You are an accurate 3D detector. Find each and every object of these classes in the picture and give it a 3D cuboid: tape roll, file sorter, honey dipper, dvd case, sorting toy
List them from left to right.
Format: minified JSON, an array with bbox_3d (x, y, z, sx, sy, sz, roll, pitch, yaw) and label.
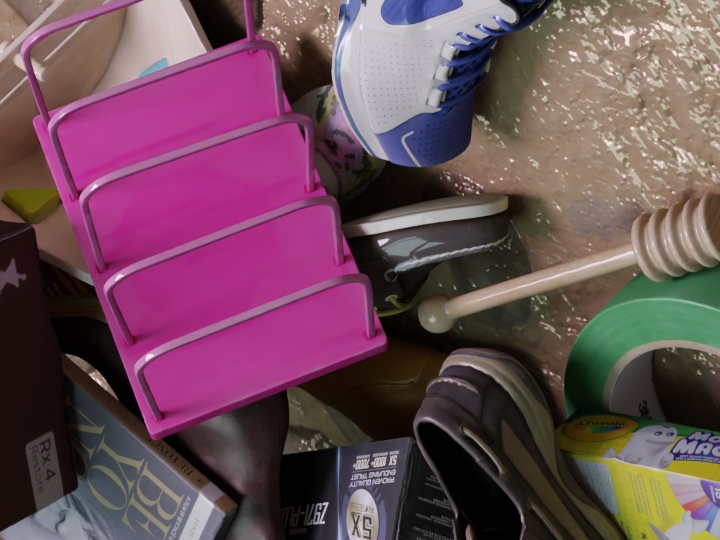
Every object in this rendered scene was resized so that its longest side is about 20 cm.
[{"bbox_3d":[-0.169,0.125,1.310,0.200,0.016,0.149,39,130,17],"label":"dvd case"},{"bbox_3d":[-0.144,-0.069,1.312,0.180,0.200,0.107,37,167,33],"label":"sorting toy"},{"bbox_3d":[-0.086,-0.040,1.196,0.125,0.139,0.200,86,163,-70],"label":"file sorter"},{"bbox_3d":[0.110,0.004,1.207,0.200,0.038,0.038,-20,108,37],"label":"honey dipper"},{"bbox_3d":[0.205,0.088,1.215,0.200,0.048,0.201,27,138,27],"label":"tape roll"}]

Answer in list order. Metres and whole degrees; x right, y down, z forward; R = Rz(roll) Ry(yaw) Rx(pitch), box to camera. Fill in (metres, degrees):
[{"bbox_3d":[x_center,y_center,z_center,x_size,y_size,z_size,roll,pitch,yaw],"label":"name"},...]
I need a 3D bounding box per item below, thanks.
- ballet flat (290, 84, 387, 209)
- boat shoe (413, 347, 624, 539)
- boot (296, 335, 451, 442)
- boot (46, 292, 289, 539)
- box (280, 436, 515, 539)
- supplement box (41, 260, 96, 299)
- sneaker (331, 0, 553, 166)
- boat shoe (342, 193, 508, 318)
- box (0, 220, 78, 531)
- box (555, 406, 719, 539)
[{"bbox_3d":[-0.052,-0.049,1.334,0.069,0.071,0.200,53,143,-7],"label":"ballet flat"},{"bbox_3d":[0.083,0.139,1.211,0.074,0.073,0.200,-14,110,52],"label":"boat shoe"},{"bbox_3d":[0.028,0.058,1.360,0.144,0.071,0.201,-11,119,43],"label":"boot"},{"bbox_3d":[-0.120,0.093,1.309,0.200,0.072,0.167,-1,94,43],"label":"boot"},{"bbox_3d":[0.048,0.172,1.329,0.200,0.086,0.164,23,158,-34],"label":"box"},{"bbox_3d":[-0.219,-0.003,1.433,0.110,0.200,0.086,51,142,-3],"label":"supplement box"},{"bbox_3d":[0.050,-0.133,1.150,0.115,0.081,0.200,23,135,33],"label":"sneaker"},{"bbox_3d":[0.000,0.000,1.290,0.201,0.072,0.061,-12,92,30],"label":"boat shoe"},{"bbox_3d":[-0.293,0.064,1.258,0.200,0.164,0.166,8,113,39],"label":"box"},{"bbox_3d":[0.197,0.143,1.194,0.200,0.048,0.118,11,128,43],"label":"box"}]
